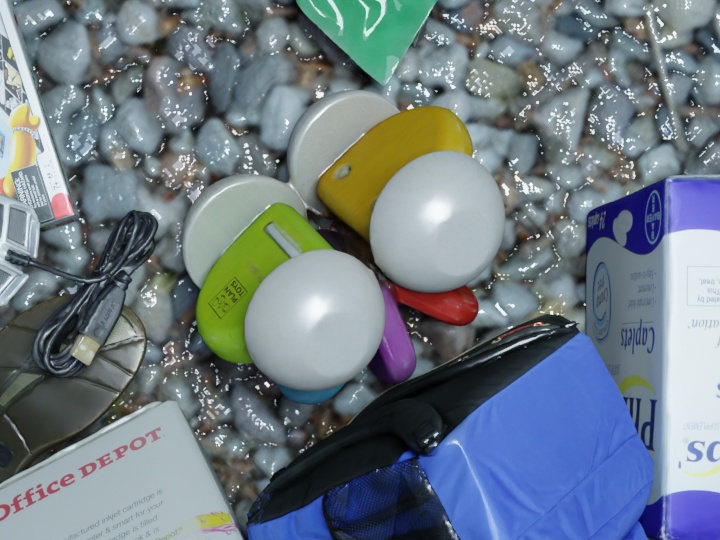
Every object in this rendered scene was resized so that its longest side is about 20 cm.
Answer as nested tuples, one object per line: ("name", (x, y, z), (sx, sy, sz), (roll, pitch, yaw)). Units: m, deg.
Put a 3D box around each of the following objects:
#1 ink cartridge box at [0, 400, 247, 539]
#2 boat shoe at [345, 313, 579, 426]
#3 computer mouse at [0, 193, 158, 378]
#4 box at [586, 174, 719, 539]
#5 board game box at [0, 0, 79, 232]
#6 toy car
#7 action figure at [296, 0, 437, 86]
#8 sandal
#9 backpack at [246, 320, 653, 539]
("ink cartridge box", (-0.126, 0.192, 0.907), (0.145, 0.088, 0.200), (-27, 49, -6))
("boat shoe", (0.056, 0.095, 0.991), (0.201, 0.063, 0.074), (-33, 92, -2))
("computer mouse", (-0.227, -0.017, 0.946), (0.199, 0.044, 0.110), (22, 80, 3))
("box", (0.202, 0.054, 0.943), (0.104, 0.184, 0.202), (1, 86, -5))
("board game box", (-0.265, -0.109, 0.991), (0.125, 0.035, 0.201), (-18, 88, -4))
("toy car", (0.000, 0.000, 0.960), (0.200, 0.175, 0.150), (-39, 127, -6))
("action figure", (-0.035, -0.217, 1.006), (0.199, 0.055, 0.119), (33, 86, 5))
("sandal", (-0.207, 0.093, 0.979), (0.082, 0.055, 0.200), (38, 99, 5))
("backpack", (0.042, 0.147, 0.867), (0.162, 0.199, 0.169), (-21, 87, -49))
